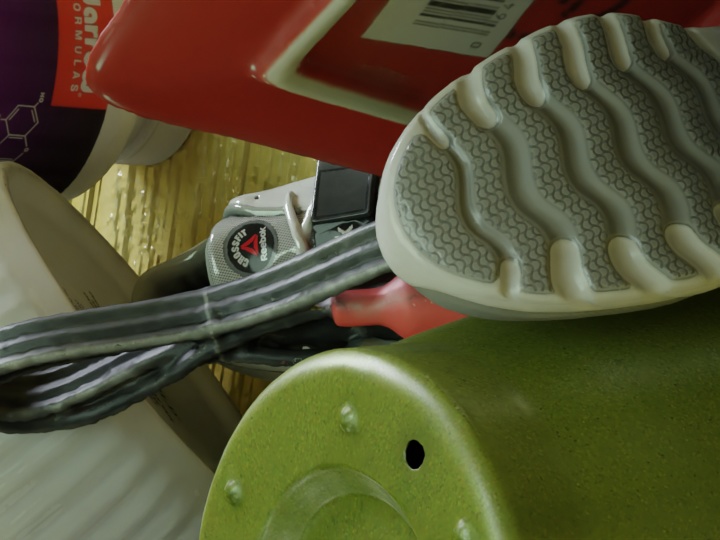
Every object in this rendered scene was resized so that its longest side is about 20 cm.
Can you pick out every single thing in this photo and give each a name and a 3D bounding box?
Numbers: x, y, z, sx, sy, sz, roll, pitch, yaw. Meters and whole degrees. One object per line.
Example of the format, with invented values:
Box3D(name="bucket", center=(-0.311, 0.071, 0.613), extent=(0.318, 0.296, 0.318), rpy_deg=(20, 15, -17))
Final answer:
Box3D(name="cable", center=(-0.025, 0.023, 0.792), extent=(0.097, 0.199, 0.051), rpy_deg=(86, 172, -66))
Box3D(name="sneaker", center=(0.082, -0.023, 0.686), extent=(0.082, 0.199, 0.075), rpy_deg=(-45, 67, 52))
Box3D(name="pill bottle", center=(-0.158, -0.081, 0.977), extent=(0.112, 0.199, 0.113), rpy_deg=(-1, 88, 52))
Box3D(name="sneaker", center=(0.000, 0.000, 0.868), extent=(0.200, 0.088, 0.074), rpy_deg=(-24, 69, 47))
Box3D(name="plant pot", center=(0.067, 0.086, 0.695), extent=(0.200, 0.192, 0.202), rpy_deg=(-1, 89, 52))
Box3D(name="ramekin", center=(-0.114, 0.056, 0.927), extent=(0.105, 0.200, 0.200), rpy_deg=(-37, 54, 5))
Box3D(name="butter dish", center=(0.034, -0.132, 0.724), extent=(0.200, 0.199, 0.148), rpy_deg=(-43, 54, 31))
